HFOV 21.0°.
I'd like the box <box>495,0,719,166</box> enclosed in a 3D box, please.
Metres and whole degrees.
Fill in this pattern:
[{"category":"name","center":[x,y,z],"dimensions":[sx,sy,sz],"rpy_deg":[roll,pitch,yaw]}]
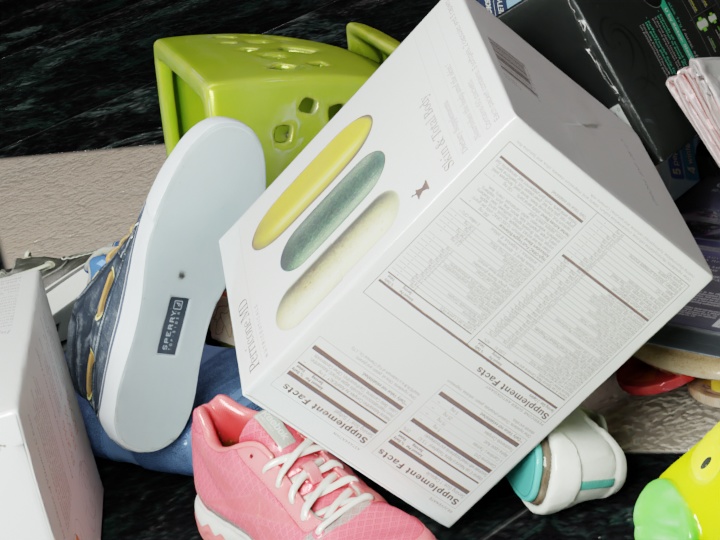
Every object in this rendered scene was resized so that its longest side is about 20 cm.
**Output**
[{"category":"box","center":[0.138,-0.115,1.210],"dimensions":[0.148,0.125,0.200],"rpy_deg":[-28,3,34]}]

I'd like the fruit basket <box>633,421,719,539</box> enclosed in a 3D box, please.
[{"category":"fruit basket","center":[0.231,0.088,0.900],"dimensions":[0.213,0.157,0.216],"rpy_deg":[5,25,-2]}]

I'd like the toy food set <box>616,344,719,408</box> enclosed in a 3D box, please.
[{"category":"toy food set","center":[0.235,0.025,1.150],"dimensions":[0.198,0.049,0.198],"rpy_deg":[8,29,32]}]

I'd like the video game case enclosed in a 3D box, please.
[{"category":"video game case","center":[0.220,-0.005,1.138],"dimensions":[0.142,0.019,0.199],"rpy_deg":[11,29,36]}]

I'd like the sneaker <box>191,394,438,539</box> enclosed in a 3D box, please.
[{"category":"sneaker","center":[-0.036,0.120,1.035],"dimensions":[0.073,0.088,0.199],"rpy_deg":[-28,26,-31]}]

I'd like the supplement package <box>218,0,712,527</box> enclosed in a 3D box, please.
[{"category":"supplement package","center":[0.048,-0.007,1.029],"dimensions":[0.200,0.150,0.152],"rpy_deg":[-46,29,18]}]

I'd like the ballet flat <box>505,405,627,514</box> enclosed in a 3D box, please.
[{"category":"ballet flat","center":[0.097,0.079,1.108],"dimensions":[0.069,0.070,0.200],"rpy_deg":[-17,26,-9]}]

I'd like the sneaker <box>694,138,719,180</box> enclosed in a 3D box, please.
[{"category":"sneaker","center":[0.309,-0.080,1.291],"dimensions":[0.198,0.112,0.077],"rpy_deg":[-20,22,-16]}]

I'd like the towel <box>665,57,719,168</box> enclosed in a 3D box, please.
[{"category":"towel","center":[0.296,-0.053,1.128],"dimensions":[0.198,0.032,0.192],"rpy_deg":[-6,55,-35]}]

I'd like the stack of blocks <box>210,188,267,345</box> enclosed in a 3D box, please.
[{"category":"stack of blocks","center":[0.000,0.000,1.218],"dimensions":[0.199,0.117,0.058],"rpy_deg":[-14,19,-40]}]

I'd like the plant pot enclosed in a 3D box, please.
[{"category":"plant pot","center":[-0.032,-0.066,1.360],"dimensions":[0.180,0.201,0.200],"rpy_deg":[-11,19,-14]}]

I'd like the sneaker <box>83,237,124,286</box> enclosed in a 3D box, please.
[{"category":"sneaker","center":[-0.152,0.005,1.331],"dimensions":[0.076,0.077,0.200],"rpy_deg":[4,-7,-10]}]

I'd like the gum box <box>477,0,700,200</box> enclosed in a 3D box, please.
[{"category":"gum box","center":[0.184,-0.124,1.394],"dimensions":[0.199,0.172,0.044],"rpy_deg":[10,31,45]}]

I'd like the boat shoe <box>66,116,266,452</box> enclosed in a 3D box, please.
[{"category":"boat shoe","center":[-0.122,-0.002,1.139],"dimensions":[0.070,0.202,0.091],"rpy_deg":[13,11,-35]}]

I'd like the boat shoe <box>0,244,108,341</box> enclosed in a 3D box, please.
[{"category":"boat shoe","center":[-0.234,0.017,1.404],"dimensions":[0.199,0.071,0.064],"rpy_deg":[-31,70,-36]}]

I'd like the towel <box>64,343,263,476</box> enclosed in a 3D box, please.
[{"category":"towel","center":[-0.122,0.087,1.224],"dimensions":[0.199,0.049,0.111],"rpy_deg":[7,29,40]}]

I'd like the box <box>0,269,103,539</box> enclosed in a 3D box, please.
[{"category":"box","center":[-0.212,0.113,1.068],"dimensions":[0.105,0.154,0.200],"rpy_deg":[-13,21,-1]}]
